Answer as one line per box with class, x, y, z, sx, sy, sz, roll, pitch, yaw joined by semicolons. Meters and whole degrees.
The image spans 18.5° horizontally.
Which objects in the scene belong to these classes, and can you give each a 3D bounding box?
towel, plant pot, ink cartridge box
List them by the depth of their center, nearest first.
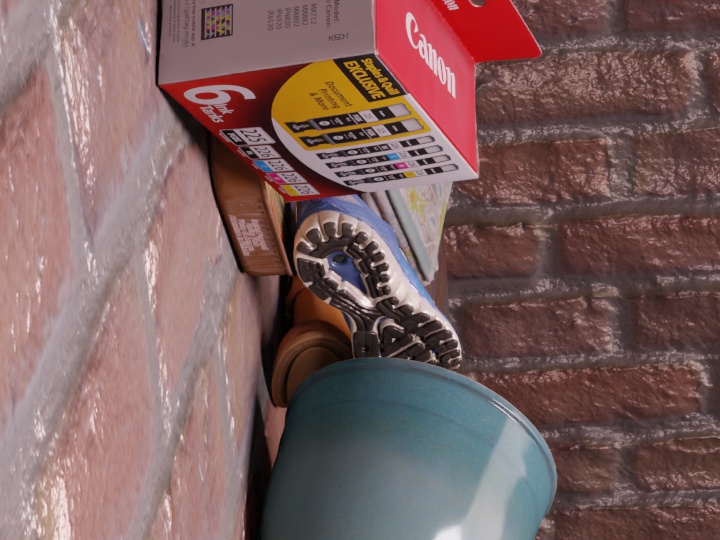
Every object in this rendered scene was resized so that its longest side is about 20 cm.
ink cartridge box;0.001;-0.120;1.295;0.200;0.175;0.084;41;45;-63
plant pot;0.016;0.194;1.506;0.200;0.200;0.188;82;22;-45
towel;0.026;-0.105;1.748;0.200;0.048;0.171;65;28;-46

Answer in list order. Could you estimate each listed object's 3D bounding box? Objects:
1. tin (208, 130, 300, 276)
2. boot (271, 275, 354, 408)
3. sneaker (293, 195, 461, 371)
tin;-0.069;-0.070;1.470;0.200;0.042;0.112;76;9;-62
boot;-0.028;0.032;1.679;0.200;0.077;0.156;51;29;-64
sneaker;0.014;0.008;1.563;0.089;0.078;0.200;-96;162;-47
